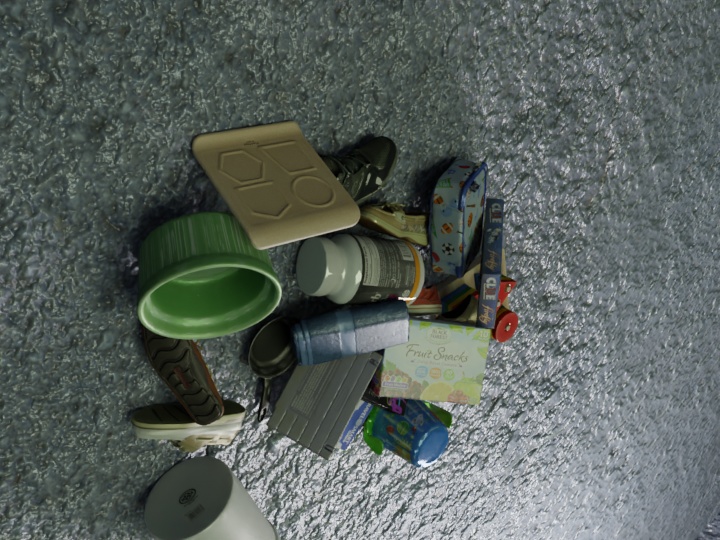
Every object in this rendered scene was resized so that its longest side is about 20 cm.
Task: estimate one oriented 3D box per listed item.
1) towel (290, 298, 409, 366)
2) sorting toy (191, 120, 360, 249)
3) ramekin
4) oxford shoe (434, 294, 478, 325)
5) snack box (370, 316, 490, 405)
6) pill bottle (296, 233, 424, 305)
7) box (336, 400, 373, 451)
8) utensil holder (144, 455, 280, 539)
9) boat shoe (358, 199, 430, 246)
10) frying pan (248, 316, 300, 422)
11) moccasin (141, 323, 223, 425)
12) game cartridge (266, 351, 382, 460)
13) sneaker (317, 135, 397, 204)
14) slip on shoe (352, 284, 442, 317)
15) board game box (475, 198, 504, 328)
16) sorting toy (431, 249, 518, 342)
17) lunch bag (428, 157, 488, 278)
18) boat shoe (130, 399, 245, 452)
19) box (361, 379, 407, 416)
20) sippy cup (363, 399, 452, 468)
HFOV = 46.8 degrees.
[{"bbox_3d":[-0.017,0.100,1.385,0.198,0.049,0.112,-11,146,-8],"label":"towel"},{"bbox_3d":[-0.121,-0.122,1.183,0.184,0.201,0.037,-16,151,-35],"label":"sorting toy"},{"bbox_3d":[-0.215,0.006,1.163,0.198,0.099,0.201,-12,151,-7],"label":"ramekin"},{"bbox_3d":[0.150,0.121,1.569,0.199,0.070,0.075,-39,111,-6],"label":"oxford shoe"},{"bbox_3d":[0.127,0.161,1.504,0.198,0.053,0.144,7,93,-17],"label":"snack box"},{"bbox_3d":[0.000,0.000,1.389,0.198,0.116,0.118,5,110,-35],"label":"pill bottle"},{"bbox_3d":[-0.054,0.256,1.537,0.199,0.048,0.123,33,89,-46],"label":"box"},{"bbox_3d":[-0.244,0.430,1.380,0.170,0.169,0.201,-38,130,-19],"label":"utensil holder"},{"bbox_3d":[0.060,-0.090,1.439,0.199,0.073,0.063,15,94,-57],"label":"boat shoe"},{"bbox_3d":[-0.141,0.157,1.415,0.114,0.031,0.192,-25,130,-31],"label":"frying pan"},{"bbox_3d":[-0.268,0.138,1.263,0.073,0.078,0.202,-33,114,-3],"label":"moccasin"},{"bbox_3d":[-0.063,0.205,1.430,0.201,0.129,0.038,-61,174,-14],"label":"game cartridge"},{"bbox_3d":[-0.019,-0.157,1.305,0.199,0.076,0.115,-38,156,-14],"label":"sneaker"},{"bbox_3d":[0.066,0.052,1.528,0.198,0.074,0.062,2,76,-36],"label":"slip on shoe"},{"bbox_3d":[0.237,-0.015,1.519,0.136,0.034,0.201,87,10,-45],"label":"board game box"},{"bbox_3d":[0.242,0.086,1.691,0.198,0.069,0.202,-32,130,-25],"label":"sorting toy"},{"bbox_3d":[0.182,-0.101,1.506,0.160,0.075,0.202,-46,144,-52],"label":"lunch bag"},{"bbox_3d":[-0.272,0.253,1.320,0.199,0.074,0.069,4,107,-42],"label":"boat shoe"},{"bbox_3d":[0.034,0.176,1.547,0.199,0.036,0.145,32,68,-45],"label":"box"},{"bbox_3d":[0.101,0.317,1.648,0.178,0.130,0.140,-42,134,-15],"label":"sippy cup"}]
